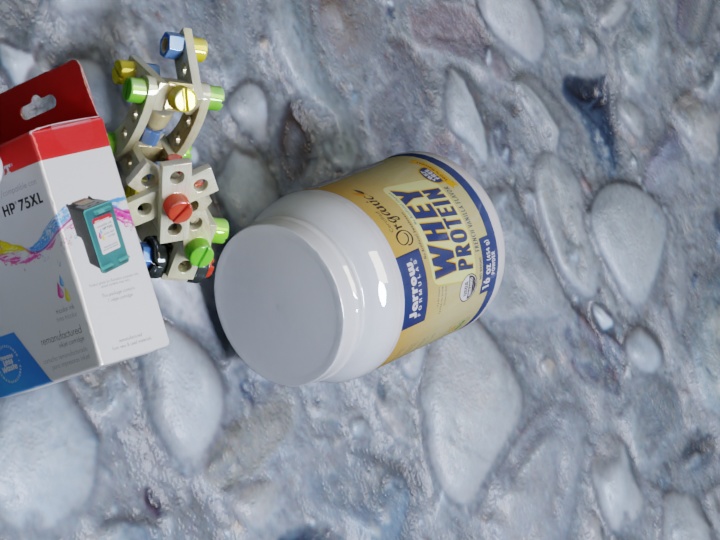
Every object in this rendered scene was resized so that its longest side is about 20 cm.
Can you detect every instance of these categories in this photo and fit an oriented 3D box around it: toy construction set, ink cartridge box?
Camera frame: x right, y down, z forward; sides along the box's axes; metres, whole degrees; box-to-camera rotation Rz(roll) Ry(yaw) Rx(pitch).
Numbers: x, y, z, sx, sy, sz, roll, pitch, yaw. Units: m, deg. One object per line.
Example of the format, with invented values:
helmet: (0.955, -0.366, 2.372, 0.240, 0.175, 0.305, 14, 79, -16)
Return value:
toy construction set: (-0.131, -0.071, 1.761, 0.092, 0.132, 0.200, 14, 28, -17)
ink cartridge box: (-0.212, -0.027, 1.682, 0.067, 0.116, 0.201, -16, 89, -46)

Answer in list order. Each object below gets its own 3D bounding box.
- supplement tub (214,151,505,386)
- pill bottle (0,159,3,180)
supplement tub: (0.000, 0.000, 1.887, 0.200, 0.144, 0.145, -24, 95, -49)
pill bottle: (-0.325, -0.103, 1.587, 0.200, 0.112, 0.112, 52, 45, -23)
